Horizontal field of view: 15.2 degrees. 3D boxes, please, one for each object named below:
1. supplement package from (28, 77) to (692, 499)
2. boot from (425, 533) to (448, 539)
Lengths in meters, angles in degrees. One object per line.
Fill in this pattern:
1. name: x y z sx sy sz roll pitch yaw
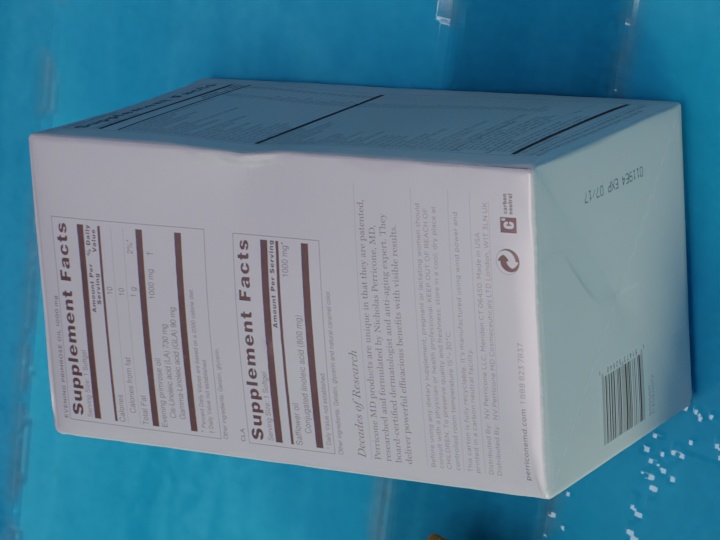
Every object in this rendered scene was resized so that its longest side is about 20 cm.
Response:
1. supplement package: 0.000 0.000 0.928 0.199 0.114 0.110 5 106 32
2. boot: 0.081 0.144 0.949 0.155 0.074 0.200 45 120 18
